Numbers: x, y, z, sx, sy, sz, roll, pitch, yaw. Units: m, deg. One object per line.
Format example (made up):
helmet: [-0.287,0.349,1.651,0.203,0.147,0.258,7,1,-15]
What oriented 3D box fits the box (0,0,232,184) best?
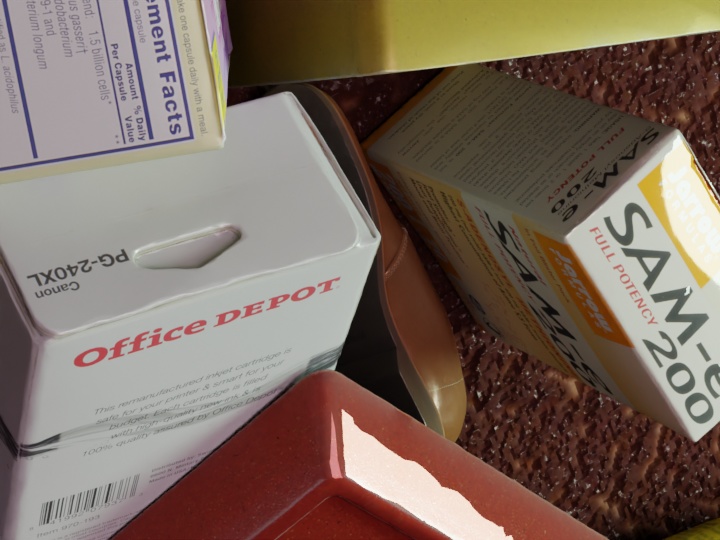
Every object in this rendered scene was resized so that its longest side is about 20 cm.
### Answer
box: [-0.155,-0.098,0.968,0.199,0.176,0.097,-9,106,1]

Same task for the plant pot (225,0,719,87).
plant pot: [0.041,-0.180,1.087,0.199,0.200,0.178,-9,96,-25]

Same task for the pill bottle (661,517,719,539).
pill bottle: [0.170,0.194,1.284,0.199,0.114,0.115,-18,111,-22]

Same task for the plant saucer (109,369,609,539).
plant saucer: [-0.014,0.152,1.083,0.200,0.037,0.199,-40,128,24]

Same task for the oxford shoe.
oxford shoe: [0.000,0.000,1.186,0.071,0.071,0.201,-39,116,-51]

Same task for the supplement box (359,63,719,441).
supplement box: [0.096,-0.014,1.143,0.073,0.200,0.126,-41,117,-12]

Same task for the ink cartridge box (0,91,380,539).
ink cartridge box: [-0.089,0.030,1.014,0.144,0.084,0.200,-17,151,-23]
